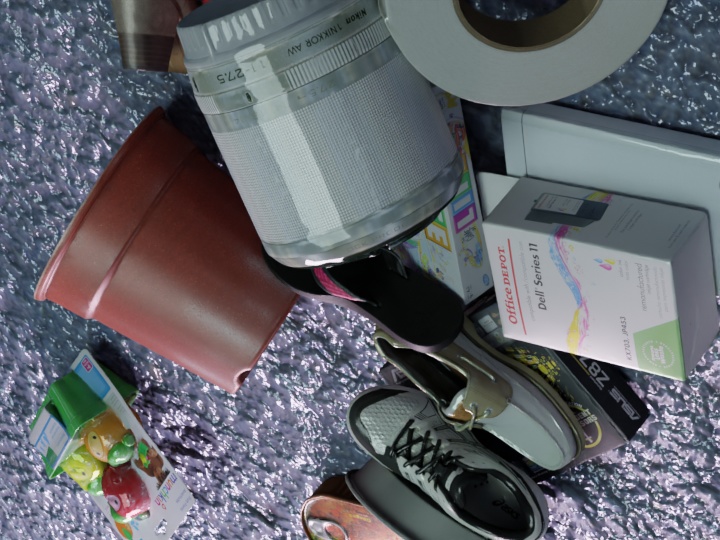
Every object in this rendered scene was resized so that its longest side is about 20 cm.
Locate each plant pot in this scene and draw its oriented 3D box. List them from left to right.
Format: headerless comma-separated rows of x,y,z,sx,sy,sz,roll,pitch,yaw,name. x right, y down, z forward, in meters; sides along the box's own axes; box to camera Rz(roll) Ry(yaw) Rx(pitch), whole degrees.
-0.150,-0.006,1.643,0.194,0.201,0.201,33,141,-2,plant pot

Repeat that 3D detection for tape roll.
0.111,-0.202,1.262,0.201,0.037,0.204,-4,130,-5,tape roll

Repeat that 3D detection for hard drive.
0.203,-0.053,1.417,0.199,0.027,0.133,15,134,29,hard drive

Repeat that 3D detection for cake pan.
0.079,0.221,1.672,0.199,0.200,0.037,33,97,12,cake pan

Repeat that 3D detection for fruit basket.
-0.264,0.205,1.974,0.201,0.093,0.185,56,144,15,fruit basket

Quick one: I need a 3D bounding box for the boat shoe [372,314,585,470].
0.093,0.100,1.541,0.200,0.068,0.075,40,141,6,boat shoe

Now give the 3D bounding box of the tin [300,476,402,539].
0.031,0.264,1.843,0.199,0.042,0.113,11,128,33,tin

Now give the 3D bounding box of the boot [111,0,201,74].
-0.150,-0.232,1.500,0.070,0.200,0.148,5,96,10,boot

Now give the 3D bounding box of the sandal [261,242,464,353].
0.000,0.000,1.527,0.199,0.075,0.045,28,158,32,sandal

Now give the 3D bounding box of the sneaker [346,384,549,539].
0.076,0.162,1.582,0.199,0.076,0.088,32,-177,5,sneaker

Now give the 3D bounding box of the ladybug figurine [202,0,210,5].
-0.075,-0.171,1.476,0.136,0.071,0.202,32,139,57,ladybug figurine

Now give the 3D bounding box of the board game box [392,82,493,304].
0.036,-0.083,1.495,0.134,0.034,0.201,28,142,44,board game box

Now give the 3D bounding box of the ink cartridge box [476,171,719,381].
0.165,0.001,1.424,0.199,0.067,0.118,13,133,33,ink cartridge box

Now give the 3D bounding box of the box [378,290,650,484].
0.128,0.104,1.605,0.162,0.049,0.200,51,141,-5,box

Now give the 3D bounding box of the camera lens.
-0.027,-0.114,1.349,0.159,0.160,0.201,-9,112,44,camera lens
